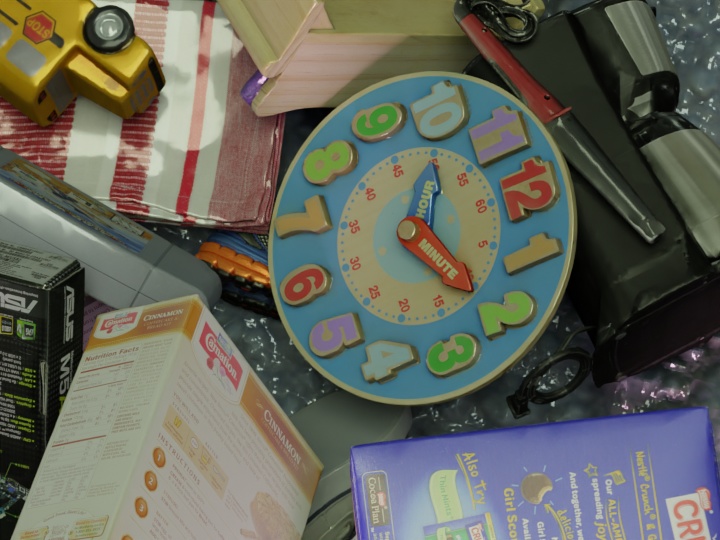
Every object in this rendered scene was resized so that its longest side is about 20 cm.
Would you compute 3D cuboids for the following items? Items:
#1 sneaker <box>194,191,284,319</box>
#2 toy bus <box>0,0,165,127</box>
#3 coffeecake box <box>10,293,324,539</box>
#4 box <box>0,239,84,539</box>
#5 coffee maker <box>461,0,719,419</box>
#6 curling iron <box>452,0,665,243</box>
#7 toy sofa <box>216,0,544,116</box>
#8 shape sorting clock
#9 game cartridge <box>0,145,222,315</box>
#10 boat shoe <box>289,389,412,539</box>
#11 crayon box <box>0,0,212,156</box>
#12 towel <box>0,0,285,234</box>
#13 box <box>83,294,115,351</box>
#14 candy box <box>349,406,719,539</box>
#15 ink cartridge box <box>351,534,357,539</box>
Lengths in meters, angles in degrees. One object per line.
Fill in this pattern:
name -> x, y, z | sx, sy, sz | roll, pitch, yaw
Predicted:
sneaker -> 0.000, 0.000, 1.721 | 0.199, 0.075, 0.079 | 20, 73, 3
toy bus -> -0.215, -0.155, 1.685 | 0.200, 0.065, 0.078 | 37, 79, 12
coffeecake box -> -0.106, 0.140, 1.534 | 0.073, 0.154, 0.200 | -11, 41, 29
box -> -0.253, 0.067, 1.594 | 0.199, 0.048, 0.194 | 13, 118, 21
coffee maker -> 0.138, -0.047, 1.687 | 0.192, 0.135, 0.200 | -18, 64, -27
curling iron -> 0.118, -0.098, 1.640 | 0.049, 0.026, 0.200 | -33, 68, 1
toy sofa -> 0.005, -0.158, 1.715 | 0.200, 0.098, 0.083 | -4, 52, -40
shape sorting clock -> 0.033, -0.020, 1.645 | 0.199, 0.039, 0.201 | -6, 75, 22
game cartridge -> -0.173, -0.024, 1.623 | 0.200, 0.133, 0.042 | 30, 92, -3
boat shoe -> -0.037, 0.149, 1.684 | 0.071, 0.070, 0.200 | 17, 48, 36
crayon box -> -0.193, -0.122, 1.759 | 0.199, 0.058, 0.119 | 0, 76, 0
towel -> -0.145, -0.102, 1.713 | 0.199, 0.023, 0.145 | 5, 76, 1
box -> -0.186, 0.080, 1.715 | 0.156, 0.041, 0.200 | -30, 76, -7
candy box -> 0.101, 0.172, 1.522 | 0.199, 0.077, 0.170 | -6, 75, -1
ink cartridge box -> 0.032, 0.229, 1.621 | 0.200, 0.147, 0.146 | -44, 80, -11
